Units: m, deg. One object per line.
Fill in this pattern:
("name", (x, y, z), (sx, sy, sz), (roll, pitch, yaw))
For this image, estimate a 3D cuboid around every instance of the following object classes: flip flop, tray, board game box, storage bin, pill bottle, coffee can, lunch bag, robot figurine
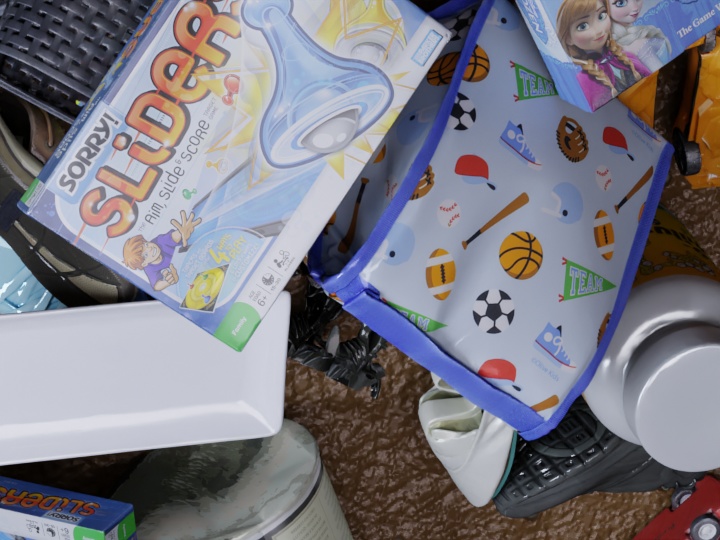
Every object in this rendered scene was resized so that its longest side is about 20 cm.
("flip flop", (-0.194, -0.061, 1.412), (0.200, 0.058, 0.081), (48, 142, -4))
("tray", (-0.142, 0.059, 1.417), (0.200, 0.022, 0.107), (-5, 123, -15))
("board game box", (-0.064, -0.078, 1.245), (0.135, 0.034, 0.200), (33, 89, -19))
("storage bin", (-0.105, -0.112, 1.332), (0.200, 0.135, 0.094), (28, 83, -19))
("pill bottle", (0.178, 0.038, 1.470), (0.113, 0.200, 0.113), (-4, 115, -10))
("board game box", (0.155, -0.220, 1.290), (0.200, 0.043, 0.199), (-36, 118, -11))
("coffee can", (-0.062, 0.214, 1.530), (0.146, 0.146, 0.200), (-21, 116, -2))
("lunch bag", (0.065, -0.026, 1.359), (0.170, 0.200, 0.124), (36, 143, -25))
("robot figurine", (0.180, -0.117, 1.439), (0.145, 0.058, 0.200), (-11, 141, -8))
("board game box", (-0.221, 0.190, 1.483), (0.200, 0.034, 0.135), (8, 119, 28))

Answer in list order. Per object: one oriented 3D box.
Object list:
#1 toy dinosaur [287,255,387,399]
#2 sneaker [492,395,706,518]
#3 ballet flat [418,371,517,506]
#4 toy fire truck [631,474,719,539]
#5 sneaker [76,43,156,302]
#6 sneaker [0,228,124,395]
("toy dinosaur", (0.000, 0.000, 1.479), (0.200, 0.102, 0.136), (27, 87, -14))
("sneaker", (0.181, 0.116, 1.580), (0.200, 0.076, 0.091), (-28, 123, 4))
("ballet flat", (0.070, 0.074, 1.516), (0.069, 0.069, 0.200), (4, 135, -13))
("toy fire truck", (0.214, 0.249, 1.658), (0.200, 0.049, 0.141), (-44, 115, 8))
("sneaker", (-0.112, -0.042, 1.445), (0.083, 0.071, 0.200), (-14, 113, 1))
("sneaker", (-0.165, 0.031, 1.461), (0.200, 0.082, 0.074), (36, 102, -24))
